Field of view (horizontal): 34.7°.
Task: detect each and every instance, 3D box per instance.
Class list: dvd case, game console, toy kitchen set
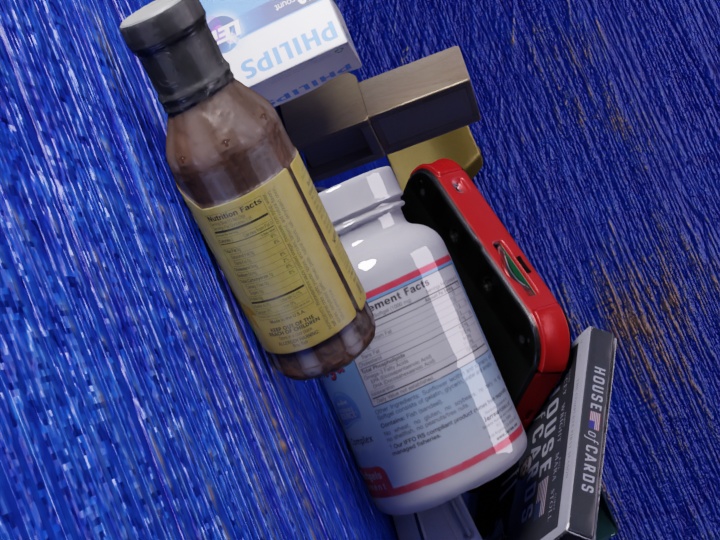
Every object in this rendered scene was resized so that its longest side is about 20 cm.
[{"bbox_3d":[0.118,0.150,0.808,0.201,0.024,0.152,118,-11,-54],"label":"dvd case"},{"bbox_3d":[0.071,0.038,0.861,0.201,0.031,0.178,59,-36,34],"label":"game console"},{"bbox_3d":[0.007,-0.199,1.133,0.163,0.178,0.203,54,18,-67],"label":"toy kitchen set"}]

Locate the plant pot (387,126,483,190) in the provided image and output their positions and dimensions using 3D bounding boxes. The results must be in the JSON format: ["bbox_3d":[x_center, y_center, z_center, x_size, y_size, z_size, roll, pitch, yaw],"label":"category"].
[{"bbox_3d":[0.170,-0.261,2.627,0.194,0.197,0.198,33,35,-79],"label":"plant pot"}]

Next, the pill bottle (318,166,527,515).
[{"bbox_3d":[0.022,0.043,0.738,0.109,0.107,0.203,-18,85,-84],"label":"pill bottle"}]

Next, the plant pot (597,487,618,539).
[{"bbox_3d":[0.187,0.232,1.374,0.143,0.140,0.201,63,0,-32],"label":"plant pot"}]

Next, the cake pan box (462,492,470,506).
[{"bbox_3d":[0.061,0.133,1.017,0.201,0.052,0.186,58,14,-56],"label":"cake pan box"}]

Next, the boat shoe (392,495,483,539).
[{"bbox_3d":[0.051,0.136,0.830,0.202,0.069,0.071,-106,170,-45],"label":"boat shoe"}]

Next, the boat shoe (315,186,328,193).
[{"bbox_3d":[0.000,0.000,0.864,0.200,0.062,0.075,45,-4,43],"label":"boat shoe"}]

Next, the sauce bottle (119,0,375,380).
[{"bbox_3d":[-0.056,-0.041,0.581,0.065,0.064,0.202,-98,165,-67],"label":"sauce bottle"}]

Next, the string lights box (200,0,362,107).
[{"bbox_3d":[-0.084,-0.212,0.770,0.059,0.101,0.203,37,31,-78],"label":"string lights box"}]
